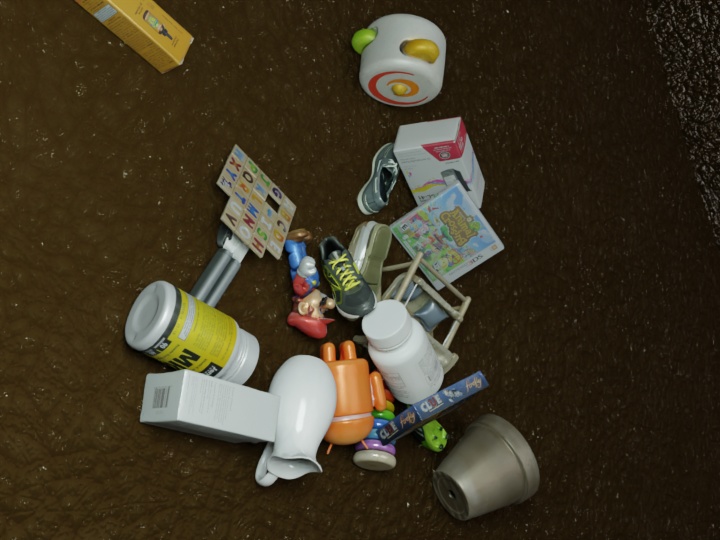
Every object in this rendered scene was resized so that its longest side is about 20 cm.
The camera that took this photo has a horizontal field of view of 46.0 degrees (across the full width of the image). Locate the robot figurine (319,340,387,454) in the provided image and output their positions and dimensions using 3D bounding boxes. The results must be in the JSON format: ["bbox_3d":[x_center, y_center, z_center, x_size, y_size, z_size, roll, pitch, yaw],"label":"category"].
[{"bbox_3d":[-0.036,0.235,1.579,0.143,0.115,0.204,1,80,-49],"label":"robot figurine"}]

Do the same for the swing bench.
[{"bbox_3d":[0.111,0.104,1.755,0.198,0.128,0.203,39,55,-37],"label":"swing bench"}]

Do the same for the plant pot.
[{"bbox_3d":[0.254,0.438,1.816,0.172,0.199,0.203,-27,102,-29],"label":"plant pot"}]

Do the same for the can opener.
[{"bbox_3d":[-0.238,-0.013,1.459,0.053,0.066,0.202,50,55,-41],"label":"can opener"}]

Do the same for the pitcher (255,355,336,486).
[{"bbox_3d":[-0.120,0.262,1.463,0.120,0.171,0.202,31,46,-28],"label":"pitcher"}]

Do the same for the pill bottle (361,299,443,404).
[{"bbox_3d":[0.077,0.152,1.601,0.201,0.113,0.115,61,42,-43],"label":"pill bottle"}]

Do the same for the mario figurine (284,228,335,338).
[{"bbox_3d":[-0.085,0.024,1.578,0.122,0.105,0.204,-7,85,-49],"label":"mario figurine"}]

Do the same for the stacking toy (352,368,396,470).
[{"bbox_3d":[0.036,0.286,1.678,0.085,0.085,0.203,30,55,-39],"label":"stacking toy"}]

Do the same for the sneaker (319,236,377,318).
[{"bbox_3d":[-0.035,0.012,1.588,0.074,0.200,0.085,-29,131,-7],"label":"sneaker"}]

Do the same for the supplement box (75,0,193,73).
[{"bbox_3d":[-0.372,-0.415,1.388,0.199,0.068,0.067,38,56,-34],"label":"supplement box"}]

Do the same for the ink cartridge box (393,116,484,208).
[{"bbox_3d":[0.173,-0.222,1.835,0.201,0.145,0.086,61,33,-41],"label":"ink cartridge box"}]

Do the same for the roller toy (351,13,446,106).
[{"bbox_3d":[0.091,-0.439,1.806,0.182,0.197,0.142,39,54,-59],"label":"roller toy"}]

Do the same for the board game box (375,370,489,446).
[{"bbox_3d":[0.139,0.264,1.628,0.198,0.135,0.035,-18,71,-42],"label":"board game box"}]

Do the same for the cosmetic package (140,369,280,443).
[{"bbox_3d":[-0.238,0.222,1.364,0.199,0.112,0.083,23,65,-44],"label":"cosmetic package"}]

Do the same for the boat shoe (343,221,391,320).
[{"bbox_3d":[0.000,0.000,1.701,0.074,0.068,0.203,26,83,-46],"label":"boat shoe"}]

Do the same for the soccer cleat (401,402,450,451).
[{"bbox_3d":[0.113,0.293,1.748,0.068,0.080,0.202,-44,117,-36],"label":"soccer cleat"}]

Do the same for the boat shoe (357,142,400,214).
[{"bbox_3d":[0.058,-0.202,1.811,0.073,0.061,0.202,47,50,-26],"label":"boat shoe"}]

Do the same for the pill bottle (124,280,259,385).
[{"bbox_3d":[-0.264,0.108,1.357,0.199,0.113,0.116,33,59,-37],"label":"pill bottle"}]

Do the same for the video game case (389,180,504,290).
[{"bbox_3d":[0.190,-0.073,1.854,0.201,0.181,0.022,50,16,-27],"label":"video game case"}]

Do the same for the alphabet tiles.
[{"bbox_3d":[-0.188,-0.115,1.502,0.167,0.007,0.201,46,30,-24],"label":"alphabet tiles"}]
